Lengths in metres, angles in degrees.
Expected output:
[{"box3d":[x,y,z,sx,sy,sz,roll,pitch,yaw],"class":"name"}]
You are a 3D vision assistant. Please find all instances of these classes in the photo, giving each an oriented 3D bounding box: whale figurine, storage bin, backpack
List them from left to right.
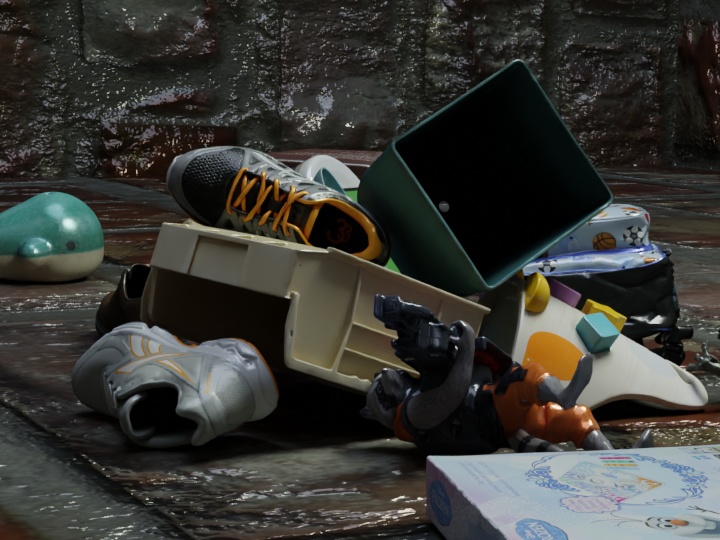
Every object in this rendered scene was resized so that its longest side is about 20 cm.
[{"box3d":[-0.409,-0.041,1.966,0.200,0.104,0.159,-2,9,-20],"class":"whale figurine"},{"box3d":[-0.040,0.036,1.280,0.198,0.094,0.200,21,-6,-39],"class":"storage bin"},{"box3d":[0.207,0.014,1.547,0.200,0.154,0.190,-1,-3,8],"class":"backpack"}]

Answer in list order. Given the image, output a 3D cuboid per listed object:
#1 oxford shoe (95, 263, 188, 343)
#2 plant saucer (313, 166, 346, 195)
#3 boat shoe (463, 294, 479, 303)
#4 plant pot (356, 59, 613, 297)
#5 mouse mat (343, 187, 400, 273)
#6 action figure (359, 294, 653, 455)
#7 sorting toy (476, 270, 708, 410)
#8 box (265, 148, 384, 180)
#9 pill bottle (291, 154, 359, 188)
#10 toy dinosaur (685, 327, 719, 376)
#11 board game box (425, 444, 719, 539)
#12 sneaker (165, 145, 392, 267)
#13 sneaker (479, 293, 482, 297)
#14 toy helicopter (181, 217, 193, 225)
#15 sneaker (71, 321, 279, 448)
[{"box3d":[-0.203,0.033,1.545,0.073,0.085,0.200,-4,8,-24],"class":"oxford shoe"},{"box3d":[0.000,0.000,1.500,0.027,0.200,0.200,-27,5,7],"class":"plant saucer"},{"box3d":[0.078,0.027,1.713,0.072,0.060,0.200,-2,8,-16],"class":"boat shoe"},{"box3d":[0.084,-0.060,1.398,0.141,0.141,0.200,-35,1,-21],"class":"plant pot"},{"box3d":[-0.018,-0.001,1.569,0.008,0.161,0.200,-21,-7,37],"class":"mouse mat"},{"box3d":[0.078,0.090,1.126,0.193,0.105,0.200,1,-19,37],"class":"action figure"},{"box3d":[0.194,0.072,1.373,0.180,0.107,0.200,19,5,-10],"class":"sorting toy"},{"box3d":[-0.024,-0.051,1.868,0.164,0.166,0.200,6,9,24],"class":"box"},{"box3d":[-0.090,-0.027,1.674,0.200,0.111,0.111,-28,-8,29],"class":"pill bottle"},{"box3d":[0.323,0.082,1.348,0.088,0.048,0.200,35,22,19],"class":"toy dinosaur"},{"box3d":[0.156,0.145,0.929,0.199,0.043,0.200,0,8,-12],"class":"board game box"},{"box3d":[-0.063,-0.052,1.353,0.200,0.078,0.077,19,-1,-5],"class":"sneaker"},{"box3d":[0.165,0.016,1.777,0.088,0.081,0.200,-5,2,5],"class":"sneaker"},{"box3d":[-0.076,0.017,1.437,0.200,0.132,0.079,33,21,-16],"class":"toy helicopter"},{"box3d":[-0.159,0.089,1.202,0.200,0.076,0.092,-3,21,43],"class":"sneaker"}]
